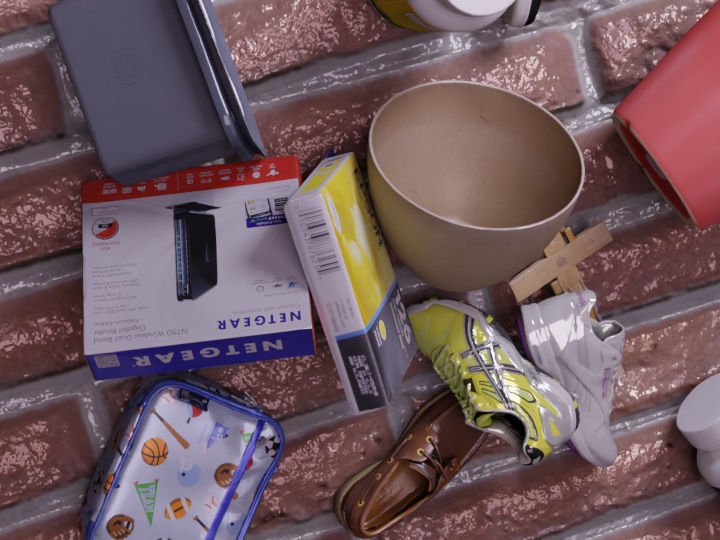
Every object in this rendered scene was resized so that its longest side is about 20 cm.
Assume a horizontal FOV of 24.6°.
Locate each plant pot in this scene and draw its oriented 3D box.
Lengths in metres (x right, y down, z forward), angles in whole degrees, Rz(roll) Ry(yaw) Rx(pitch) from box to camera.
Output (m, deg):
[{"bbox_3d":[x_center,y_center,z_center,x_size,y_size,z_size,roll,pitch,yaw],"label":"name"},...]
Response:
[{"bbox_3d":[0.349,-0.146,1.576,0.177,0.201,0.201,-36,106,4],"label":"plant pot"},{"bbox_3d":[0.095,-0.060,1.529,0.198,0.202,0.135,-2,136,-15],"label":"plant pot"}]

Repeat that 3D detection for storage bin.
[{"bbox_3d":[-0.180,-0.173,1.448,0.133,0.146,0.202,-20,83,2],"label":"storage bin"}]

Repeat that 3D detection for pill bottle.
[{"bbox_3d":[0.076,-0.269,1.468,0.111,0.200,0.114,-2,99,-15],"label":"pill bottle"},{"bbox_3d":[0.413,0.200,1.678,0.111,0.111,0.200,-45,107,-5],"label":"pill bottle"}]

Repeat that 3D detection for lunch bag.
[{"bbox_3d":[-0.162,0.195,1.541,0.159,0.076,0.202,25,92,-19],"label":"lunch bag"}]

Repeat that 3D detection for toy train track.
[{"bbox_3d":[0.209,0.022,1.639,0.114,0.033,0.201,-32,112,-9],"label":"toy train track"}]

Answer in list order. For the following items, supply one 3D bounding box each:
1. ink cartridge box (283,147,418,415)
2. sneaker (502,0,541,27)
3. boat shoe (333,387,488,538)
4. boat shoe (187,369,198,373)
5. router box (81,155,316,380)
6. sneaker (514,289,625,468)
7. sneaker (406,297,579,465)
[{"bbox_3d":[0.000,0.000,1.491,0.046,0.200,0.200,-15,105,19],"label":"ink cartridge box"},{"bbox_3d":[0.199,-0.325,1.559,0.110,0.073,0.203,6,95,-15],"label":"sneaker"},{"bbox_3d":[0.063,0.188,1.603,0.200,0.068,0.072,-42,106,-6],"label":"boat shoe"},{"bbox_3d":[-0.118,0.011,1.513,0.074,0.093,0.201,36,88,-17],"label":"boat shoe"},{"bbox_3d":[-0.143,-0.004,1.451,0.197,0.049,0.181,-7,59,0],"label":"router box"},{"bbox_3d":[0.225,0.108,1.611,0.099,0.075,0.201,-23,118,6],"label":"sneaker"},{"bbox_3d":[0.115,0.101,1.565,0.199,0.076,0.076,37,50,12],"label":"sneaker"}]
